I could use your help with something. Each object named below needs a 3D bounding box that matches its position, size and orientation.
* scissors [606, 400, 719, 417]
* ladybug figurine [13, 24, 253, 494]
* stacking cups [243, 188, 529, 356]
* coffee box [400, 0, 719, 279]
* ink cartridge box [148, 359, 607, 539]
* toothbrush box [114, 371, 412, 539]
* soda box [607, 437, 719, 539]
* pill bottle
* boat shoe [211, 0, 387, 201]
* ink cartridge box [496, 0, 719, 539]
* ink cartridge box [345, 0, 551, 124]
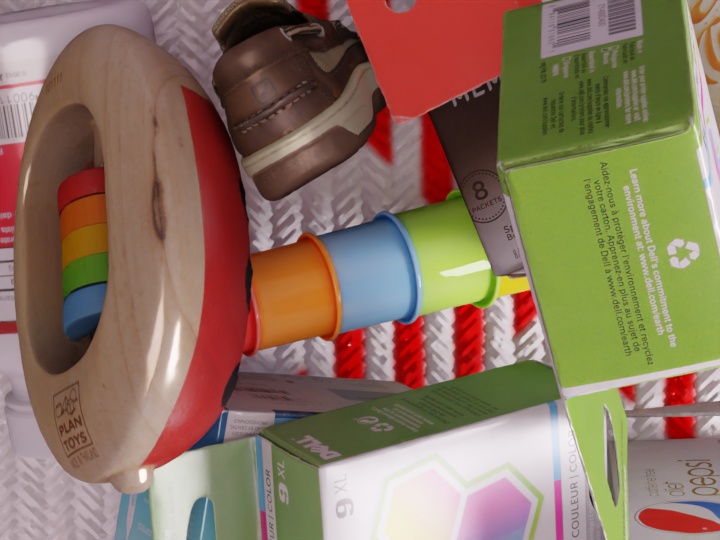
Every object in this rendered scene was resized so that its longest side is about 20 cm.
[{"bbox_3d":[0.208,0.065,1.165,0.199,0.073,0.014,-10,118,7],"label":"scissors"},{"bbox_3d":[-0.093,-0.004,1.034,0.072,0.136,0.201,8,70,-31],"label":"ladybug figurine"},{"bbox_3d":[0.000,0.000,1.127,0.199,0.060,0.061,-12,101,-23],"label":"stacking cups"},{"bbox_3d":[0.134,-0.086,1.066,0.199,0.080,0.115,-23,85,18],"label":"coffee box"},{"bbox_3d":[0.012,0.114,1.069,0.199,0.059,0.105,-13,109,-28],"label":"ink cartridge box"},{"bbox_3d":[-0.036,0.153,1.136,0.146,0.085,0.201,6,99,-32],"label":"toothbrush box"},{"bbox_3d":[0.147,0.131,1.115,0.068,0.200,0.064,-1,101,4],"label":"soda box"},{"bbox_3d":[-0.137,-0.020,1.152,0.111,0.112,0.201,-7,100,5],"label":"pill bottle"},{"bbox_3d":[-0.028,-0.091,1.084,0.074,0.202,0.075,-32,99,6],"label":"boat shoe"},{"bbox_3d":[0.113,0.006,0.968,0.075,0.148,0.201,-13,117,11],"label":"ink cartridge box"},{"bbox_3d":[0.067,-0.178,1.031,0.199,0.050,0.163,-26,67,12],"label":"ink cartridge box"}]
